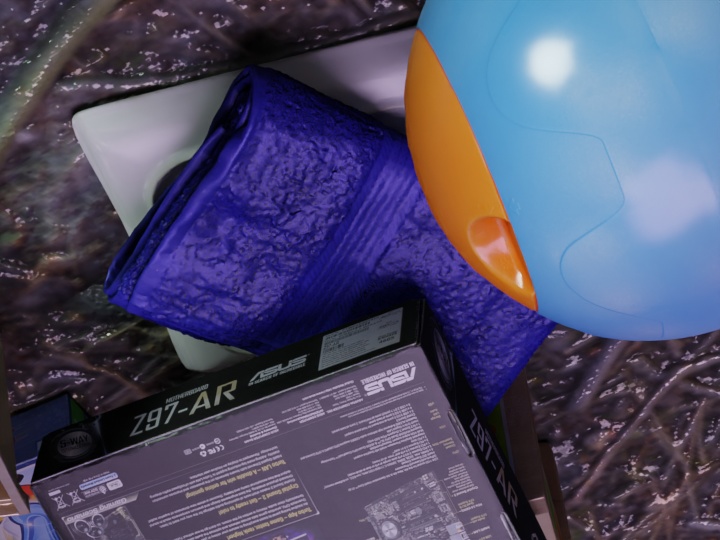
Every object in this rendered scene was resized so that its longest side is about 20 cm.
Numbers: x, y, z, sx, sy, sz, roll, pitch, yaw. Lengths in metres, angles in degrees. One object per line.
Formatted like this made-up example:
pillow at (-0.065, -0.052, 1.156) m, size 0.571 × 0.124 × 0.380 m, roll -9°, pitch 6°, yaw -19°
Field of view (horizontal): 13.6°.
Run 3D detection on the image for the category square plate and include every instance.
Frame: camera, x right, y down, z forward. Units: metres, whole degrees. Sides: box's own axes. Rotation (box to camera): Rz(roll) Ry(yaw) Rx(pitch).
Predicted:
square plate at (-0.014, -0.025, 1.423) m, size 0.197 × 0.029 × 0.200 m, roll -14°, pitch 139°, yaw 6°

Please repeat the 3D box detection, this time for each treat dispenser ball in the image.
treat dispenser ball at (0.118, -0.072, 1.257) m, size 0.200 × 0.201 × 0.201 m, roll -5°, pitch 140°, yaw -4°

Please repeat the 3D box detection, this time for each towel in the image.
towel at (0.000, 0.000, 1.381) m, size 0.199 × 0.050 × 0.148 m, roll 21°, pitch 127°, yaw -22°

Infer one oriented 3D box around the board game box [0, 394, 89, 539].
board game box at (-0.207, 0.146, 1.585) m, size 0.199 × 0.035 × 0.135 m, roll -22°, pitch 138°, yaw 15°

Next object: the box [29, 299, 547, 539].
box at (-0.029, 0.118, 1.400) m, size 0.199 × 0.044 × 0.161 m, roll -21°, pitch 116°, yaw 15°

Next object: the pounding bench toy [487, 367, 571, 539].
pounding bench toy at (0.002, 0.129, 1.531) m, size 0.199 × 0.125 × 0.156 m, roll -12°, pitch 140°, yaw 5°

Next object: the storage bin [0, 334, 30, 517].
storage bin at (-0.262, 0.059, 1.372) m, size 0.198 × 0.094 × 0.200 m, roll -7°, pitch 165°, yaw -2°
